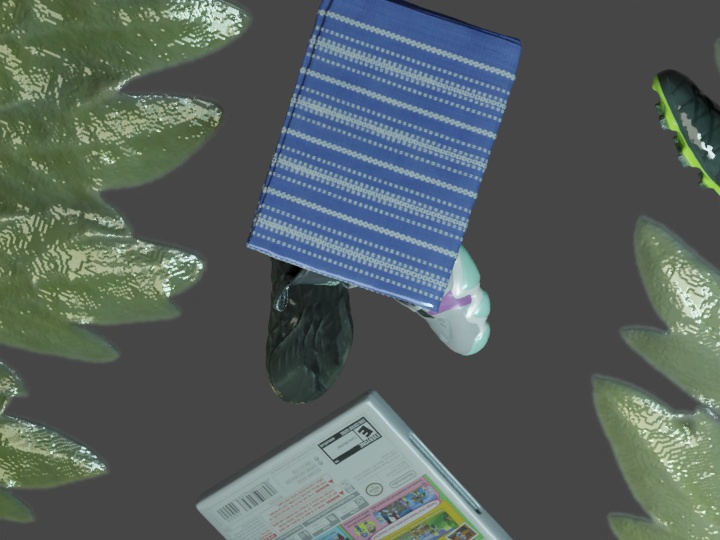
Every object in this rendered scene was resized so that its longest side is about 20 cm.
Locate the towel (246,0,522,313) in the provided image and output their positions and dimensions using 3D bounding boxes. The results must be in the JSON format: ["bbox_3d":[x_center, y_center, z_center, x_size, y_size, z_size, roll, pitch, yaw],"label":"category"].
[{"bbox_3d":[0.017,-0.087,1.590,0.144,0.024,0.201,18,85,3],"label":"towel"}]

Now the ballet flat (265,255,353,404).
[{"bbox_3d":[-0.039,0.020,1.741,0.066,0.057,0.201,-5,130,-12],"label":"ballet flat"}]

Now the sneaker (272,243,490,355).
[{"bbox_3d":[0.000,0.000,1.647,0.201,0.140,0.078,61,158,-15],"label":"sneaker"}]

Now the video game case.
[{"bbox_3d":[-0.004,0.205,1.856,0.200,0.022,0.182,-33,107,31],"label":"video game case"}]

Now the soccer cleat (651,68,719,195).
[{"bbox_3d":[0.274,-0.069,1.574,0.081,0.068,0.200,-37,107,14],"label":"soccer cleat"}]
